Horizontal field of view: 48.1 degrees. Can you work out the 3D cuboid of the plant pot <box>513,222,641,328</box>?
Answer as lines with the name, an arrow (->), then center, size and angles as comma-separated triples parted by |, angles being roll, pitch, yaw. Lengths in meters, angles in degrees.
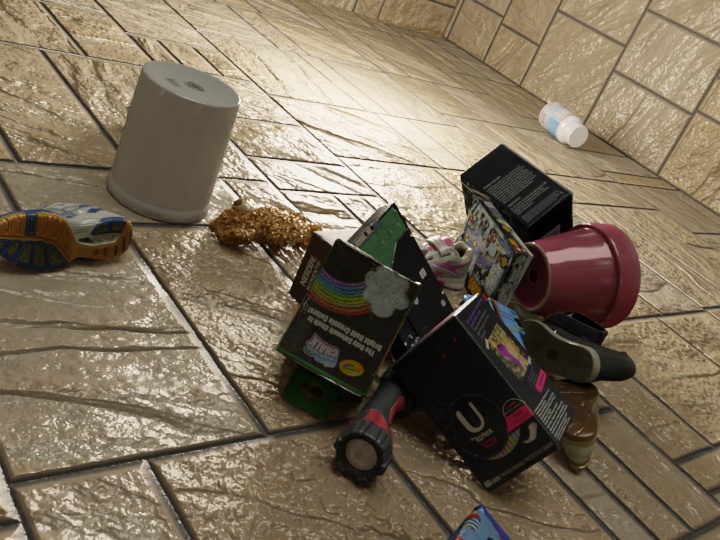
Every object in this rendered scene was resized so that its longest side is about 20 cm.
plant pot -> 0.383, 0.012, 1.496 | 0.177, 0.202, 0.200 | -1, 34, -24

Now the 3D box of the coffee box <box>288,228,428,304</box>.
coffee box -> 0.000, 0.000, 1.248 | 0.080, 0.115, 0.199 | 40, 28, 30

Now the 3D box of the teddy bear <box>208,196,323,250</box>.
teddy bear -> -0.149, -0.080, 1.323 | 0.198, 0.067, 0.145 | 10, 27, -31

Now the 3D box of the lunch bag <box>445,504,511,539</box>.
lunch bag -> 0.134, 0.350, 0.753 | 0.200, 0.094, 0.150 | 44, 28, 10

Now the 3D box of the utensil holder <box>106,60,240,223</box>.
utensil holder -> -0.291, -0.204, 1.273 | 0.168, 0.201, 0.170 | 21, 25, -10

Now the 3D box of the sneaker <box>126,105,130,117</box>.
sneaker -> -0.364, -0.250, 1.451 | 0.076, 0.082, 0.199 | -3, 17, -42

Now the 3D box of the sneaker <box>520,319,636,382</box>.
sneaker -> 0.343, 0.138, 1.312 | 0.105, 0.076, 0.200 | 11, 10, -30

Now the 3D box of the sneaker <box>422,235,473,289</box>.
sneaker -> 0.122, -0.024, 1.434 | 0.199, 0.089, 0.081 | 0, 34, -41

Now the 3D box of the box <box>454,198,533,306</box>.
box -> 0.233, -0.024, 1.480 | 0.039, 0.138, 0.201 | 11, 28, -22

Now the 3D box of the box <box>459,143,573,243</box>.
box -> 0.315, -0.110, 1.622 | 0.123, 0.201, 0.197 | -35, 53, -12

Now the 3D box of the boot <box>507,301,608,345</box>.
boot -> 0.336, 0.092, 1.396 | 0.074, 0.098, 0.200 | -6, 40, -48

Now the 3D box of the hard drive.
hard drive -> 0.053, 0.021, 1.172 | 0.201, 0.038, 0.140 | 60, 43, -18

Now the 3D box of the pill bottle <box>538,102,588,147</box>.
pill bottle -> 0.749, -0.533, 2.967 | 0.108, 0.109, 0.201 | 10, 29, -28

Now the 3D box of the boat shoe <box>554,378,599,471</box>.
boat shoe -> 0.314, 0.219, 1.191 | 0.072, 0.063, 0.200 | 3, 18, 16

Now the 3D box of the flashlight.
flashlight -> 0.030, 0.184, 0.988 | 0.067, 0.068, 0.200 | 25, 20, 12

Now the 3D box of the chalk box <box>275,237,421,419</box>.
chalk box -> -0.024, 0.084, 1.015 | 0.124, 0.201, 0.124 | 29, -8, 5

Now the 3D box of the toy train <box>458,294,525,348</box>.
toy train -> 0.203, 0.115, 1.251 | 0.113, 0.087, 0.201 | 24, 24, -16

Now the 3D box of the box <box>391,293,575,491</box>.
box -> 0.156, 0.152, 1.021 | 0.201, 0.122, 0.106 | 51, 29, 6

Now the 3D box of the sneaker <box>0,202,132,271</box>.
sneaker -> -0.399, -0.050, 1.048 | 0.088, 0.076, 0.199 | 27, 15, 32
